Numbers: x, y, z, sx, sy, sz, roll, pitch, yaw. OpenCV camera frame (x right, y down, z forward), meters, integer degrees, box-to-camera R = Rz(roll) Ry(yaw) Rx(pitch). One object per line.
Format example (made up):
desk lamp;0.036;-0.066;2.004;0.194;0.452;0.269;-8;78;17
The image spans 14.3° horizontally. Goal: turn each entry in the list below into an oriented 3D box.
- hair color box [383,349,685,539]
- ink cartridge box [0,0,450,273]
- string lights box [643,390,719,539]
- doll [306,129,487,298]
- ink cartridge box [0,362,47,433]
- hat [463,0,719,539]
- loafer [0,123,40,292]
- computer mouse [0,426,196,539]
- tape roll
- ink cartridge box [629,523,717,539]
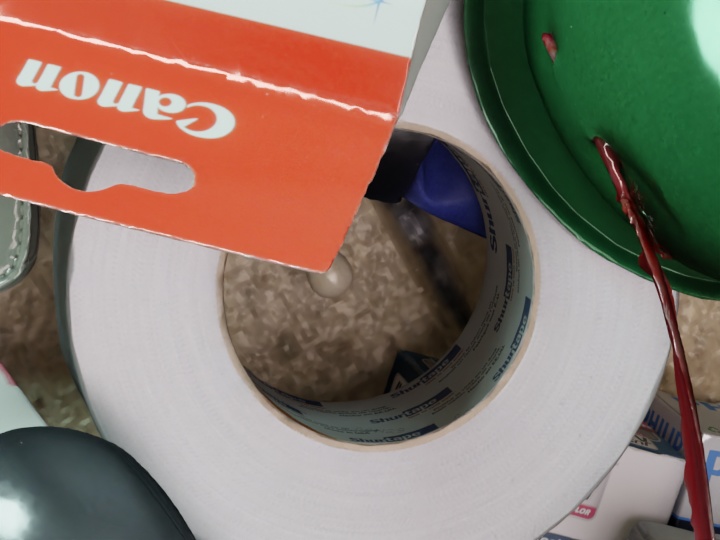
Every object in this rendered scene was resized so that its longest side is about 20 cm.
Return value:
hair color box;0.034;0.140;1.042;0.100;0.061;0.201;16;101;-19
ink cartridge box;-0.053;-0.100;0.856;0.159;0.200;0.047;14;138;10
string lights box;0.133;0.154;1.075;0.102;0.059;0.201;11;102;-18
doll;0.013;-0.054;0.987;0.199;0.048;0.137;19;99;-20
ink cartridge box;-0.109;0.138;0.955;0.084;0.146;0.201;-25;111;-11
hat;0.106;-0.025;0.802;0.165;0.176;0.200;-31;106;23
loafer;-0.147;-0.080;0.922;0.070;0.070;0.201;-20;110;-9
computer mouse;-0.058;0.133;0.866;0.138;0.053;0.200;-40;114;-12
tape roll;0.000;0.000;0.935;0.199;0.066;0.202;-2;99;-11
ink cartridge box;0.169;0.190;1.015;0.199;0.047;0.161;15;101;-8
